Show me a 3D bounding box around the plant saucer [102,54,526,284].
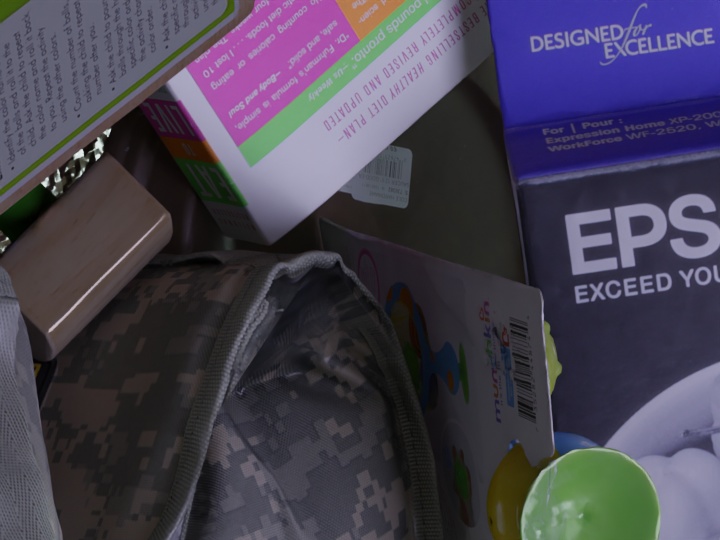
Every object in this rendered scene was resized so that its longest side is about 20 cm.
[{"bbox_3d":[0.000,0.000,0.823,0.199,0.029,0.201,-1,91,-43],"label":"plant saucer"}]

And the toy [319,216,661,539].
[{"bbox_3d":[0.037,0.048,0.706,0.047,0.200,0.116,-8,98,-11],"label":"toy"}]

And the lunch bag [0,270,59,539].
[{"bbox_3d":[-0.118,0.111,0.551,0.117,0.165,0.200,8,138,-34],"label":"lunch bag"}]

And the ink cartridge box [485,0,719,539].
[{"bbox_3d":[0.144,-0.001,0.751,0.197,0.043,0.201,-9,100,-1],"label":"ink cartridge box"}]

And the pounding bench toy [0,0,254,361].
[{"bbox_3d":[-0.123,-0.082,0.612,0.124,0.156,0.201,-42,152,-28],"label":"pounding bench toy"}]

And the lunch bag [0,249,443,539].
[{"bbox_3d":[-0.064,0.092,0.696,0.117,0.164,0.201,-10,94,-44],"label":"lunch bag"}]

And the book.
[{"bbox_3d":[-0.036,-0.125,0.732,0.134,0.048,0.200,-44,120,-23],"label":"book"}]
